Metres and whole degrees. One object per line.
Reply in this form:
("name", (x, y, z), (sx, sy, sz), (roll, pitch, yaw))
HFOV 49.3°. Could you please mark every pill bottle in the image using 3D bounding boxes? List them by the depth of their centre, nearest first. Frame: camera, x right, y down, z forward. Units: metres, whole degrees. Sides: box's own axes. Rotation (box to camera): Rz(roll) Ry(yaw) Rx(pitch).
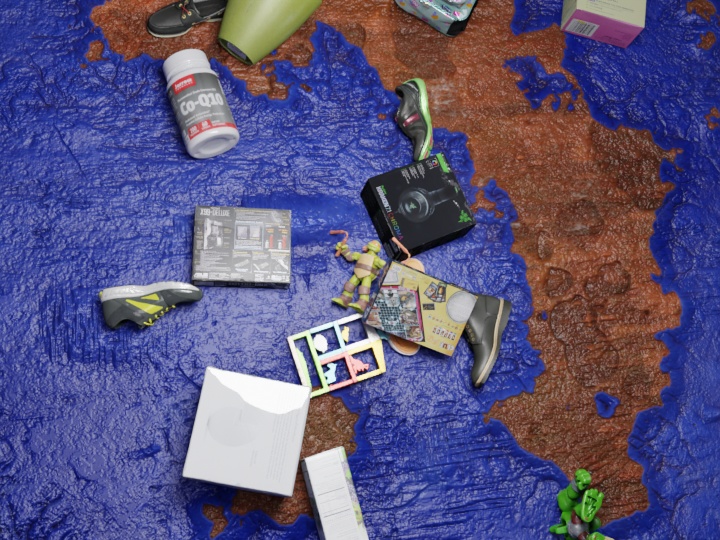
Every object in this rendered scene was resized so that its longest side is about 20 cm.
("pill bottle", (-0.335, -0.346, 1.624), (0.113, 0.114, 0.201), (-19, 79, -15))

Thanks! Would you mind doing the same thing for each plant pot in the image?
("plant pot", (-0.215, -0.552, 1.685), (0.186, 0.187, 0.201), (34, 85, 0))

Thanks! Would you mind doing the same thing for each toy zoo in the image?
("toy zoo", (-0.035, 0.165, 1.579), (0.198, 0.020, 0.132), (-17, 78, -11))

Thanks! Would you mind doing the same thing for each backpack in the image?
("backpack", (0.179, -0.663, 1.798), (0.199, 0.153, 0.177), (26, 76, 4))

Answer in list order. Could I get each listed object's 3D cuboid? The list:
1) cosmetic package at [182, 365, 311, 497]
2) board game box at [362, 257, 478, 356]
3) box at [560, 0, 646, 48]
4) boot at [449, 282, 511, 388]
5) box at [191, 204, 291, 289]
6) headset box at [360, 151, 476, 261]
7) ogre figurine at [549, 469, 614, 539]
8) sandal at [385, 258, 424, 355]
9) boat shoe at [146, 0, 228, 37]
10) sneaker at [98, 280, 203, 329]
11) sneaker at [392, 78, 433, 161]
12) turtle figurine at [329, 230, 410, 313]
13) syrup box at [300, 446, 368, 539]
("cosmetic package", (-0.209, 0.303, 1.458), (0.198, 0.123, 0.201), (12, 72, -6))
("board game box", (0.118, 0.074, 1.557), (0.199, 0.035, 0.136), (22, 97, -17))
("box", (0.593, -0.670, 1.906), (0.174, 0.097, 0.202), (12, 73, -7))
("boot", (0.221, 0.132, 1.624), (0.137, 0.078, 0.201), (21, 59, 0))
("box", (-0.240, -0.047, 1.590), (0.198, 0.050, 0.159), (2, 74, -11))
("headset box", (0.127, -0.134, 1.664), (0.199, 0.093, 0.175), (-20, 80, -16))
("ogre figurine", (0.432, 0.496, 1.529), (0.098, 0.120, 0.201), (-25, 82, -21))
("sandal", (0.099, 0.068, 1.618), (0.078, 0.059, 0.209), (8, 73, -8))
("boat shoe", (-0.371, -0.567, 1.709), (0.200, 0.063, 0.074), (-21, 81, -14))
("sneaker", (-0.403, 0.070, 1.522), (0.198, 0.074, 0.085), (-6, 81, -3))
("sneaker", (0.115, -0.326, 1.736), (0.083, 0.077, 0.202), (-8, 72, 5))
("turtle figurine", (0.000, 0.000, 1.609), (0.199, 0.064, 0.162), (19, 79, 28))
("syrup box", (-0.048, 0.442, 1.473), (0.081, 0.079, 0.202), (-14, 77, -15))
